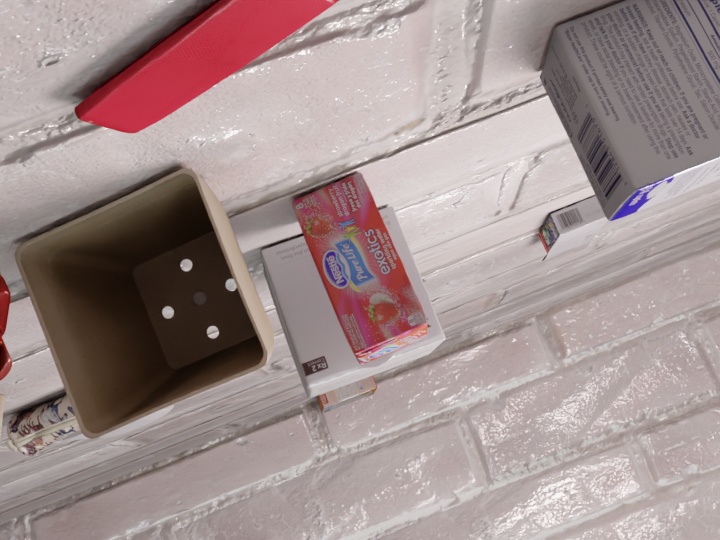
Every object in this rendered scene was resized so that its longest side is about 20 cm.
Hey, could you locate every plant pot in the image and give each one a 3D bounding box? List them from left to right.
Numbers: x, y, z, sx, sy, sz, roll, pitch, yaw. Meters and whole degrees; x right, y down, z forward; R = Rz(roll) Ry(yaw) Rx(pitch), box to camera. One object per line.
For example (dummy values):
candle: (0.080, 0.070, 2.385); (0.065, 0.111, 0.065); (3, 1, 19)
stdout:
plant pot: (-0.199, 0.033, 0.831); (0.199, 0.201, 0.177); (-23, 177, 6)

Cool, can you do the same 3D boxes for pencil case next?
pencil case: (-0.517, 0.257, 1.382); (0.199, 0.078, 0.089); (-23, -174, 8)

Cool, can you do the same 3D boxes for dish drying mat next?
dish drying mat: (-0.113, -0.159, 0.573); (0.199, 0.018, 0.077); (-28, 165, 21)

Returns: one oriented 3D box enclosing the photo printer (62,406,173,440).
photo printer: (-0.465, 0.270, 1.528); (0.165, 0.070, 0.200); (-24, 166, 10)

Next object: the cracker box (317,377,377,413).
cracker box: (-0.048, 0.426, 2.735); (0.199, 0.058, 0.134); (-20, 165, -12)

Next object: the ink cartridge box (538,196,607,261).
ink cartridge box: (0.415, -0.081, 1.565); (0.108, 0.051, 0.200); (-21, 167, -2)

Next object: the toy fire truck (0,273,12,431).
toy fire truck: (-0.368, 0.082, 0.641); (0.175, 0.200, 0.129); (-8, 136, -41)

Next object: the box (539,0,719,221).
box: (0.310, -0.176, 0.786); (0.199, 0.185, 0.105); (-20, 165, -2)

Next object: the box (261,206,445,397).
box: (-0.015, 0.047, 1.103); (0.198, 0.201, 0.131); (-19, 168, -9)

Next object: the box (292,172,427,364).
box: (0.000, 0.000, 0.946); (0.095, 0.201, 0.100); (-23, 166, -2)
